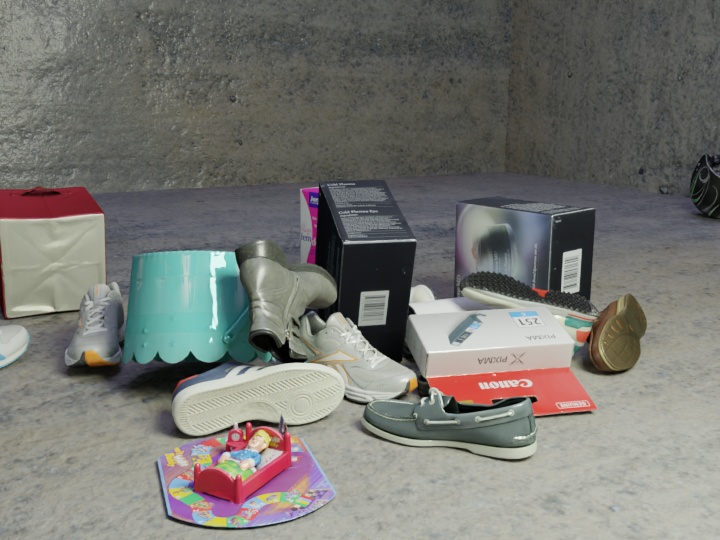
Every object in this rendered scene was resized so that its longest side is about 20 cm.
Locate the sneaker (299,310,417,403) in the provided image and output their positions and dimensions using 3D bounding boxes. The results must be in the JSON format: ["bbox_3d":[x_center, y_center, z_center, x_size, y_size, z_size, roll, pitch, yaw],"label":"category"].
[{"bbox_3d":[-0.014,0.105,1.053,0.198,0.093,0.075,11,15,36],"label":"sneaker"}]

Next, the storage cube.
[{"bbox_3d":[-0.538,-0.034,1.426,0.169,0.202,0.180,-5,20,-27],"label":"storage cube"}]

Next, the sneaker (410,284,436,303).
[{"bbox_3d":[0.053,0.060,1.327,0.093,0.071,0.199,-23,23,-18],"label":"sneaker"}]

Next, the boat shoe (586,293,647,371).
[{"bbox_3d":[0.362,0.099,1.196,0.067,0.072,0.200,-31,3,33],"label":"boat shoe"}]

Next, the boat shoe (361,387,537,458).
[{"bbox_3d":[0.095,0.155,0.903,0.198,0.063,0.073,5,16,24],"label":"boat shoe"}]

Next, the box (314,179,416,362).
[{"bbox_3d":[0.000,0.000,1.173,0.103,0.202,0.183,-3,32,-13],"label":"box"}]

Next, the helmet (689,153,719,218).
[{"bbox_3d":[1.108,-0.255,2.537,0.197,0.192,0.201,-1,48,1],"label":"helmet"}]

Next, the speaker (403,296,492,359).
[{"bbox_3d":[0.155,0.079,1.213,0.198,0.082,0.081,-6,14,-25],"label":"speaker"}]

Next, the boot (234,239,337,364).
[{"bbox_3d":[-0.085,0.054,0.992,0.067,0.132,0.200,-20,-24,21],"label":"boot"}]

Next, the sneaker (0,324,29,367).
[{"bbox_3d":[-0.532,0.095,1.095,0.076,0.082,0.199,7,13,34],"label":"sneaker"}]

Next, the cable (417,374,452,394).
[{"bbox_3d":[0.145,0.118,1.101,0.198,0.051,0.097,-5,15,-33],"label":"cable"}]

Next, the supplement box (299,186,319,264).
[{"bbox_3d":[-0.041,-0.048,1.489,0.101,0.203,0.103,12,16,42],"label":"supplement box"}]

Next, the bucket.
[{"bbox_3d":[-0.205,0.052,1.066,0.204,0.137,0.207,0,-5,0],"label":"bucket"}]

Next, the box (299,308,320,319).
[{"bbox_3d":[-0.163,0.084,1.273,0.198,0.037,0.143,5,13,14],"label":"box"}]

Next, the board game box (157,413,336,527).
[{"bbox_3d":[-0.116,0.183,0.810,0.156,0.039,0.200,-3,13,-18],"label":"board game box"}]

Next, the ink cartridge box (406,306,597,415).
[{"bbox_3d":[0.174,0.112,1.032,0.198,0.045,0.177,-3,29,-12],"label":"ink cartridge box"}]

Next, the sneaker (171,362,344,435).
[{"bbox_3d":[-0.120,0.135,0.954,0.198,0.076,0.084,-3,15,-18],"label":"sneaker"}]

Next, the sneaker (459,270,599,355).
[{"bbox_3d":[0.229,0.069,1.165,0.197,0.094,0.070,14,24,-1],"label":"sneaker"}]

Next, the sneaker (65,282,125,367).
[{"bbox_3d":[-0.369,0.071,1.150,0.075,0.093,0.200,-2,13,-12],"label":"sneaker"}]

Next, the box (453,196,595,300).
[{"bbox_3d":[0.258,-0.008,1.335,0.122,0.203,0.197,-10,15,-39],"label":"box"}]
